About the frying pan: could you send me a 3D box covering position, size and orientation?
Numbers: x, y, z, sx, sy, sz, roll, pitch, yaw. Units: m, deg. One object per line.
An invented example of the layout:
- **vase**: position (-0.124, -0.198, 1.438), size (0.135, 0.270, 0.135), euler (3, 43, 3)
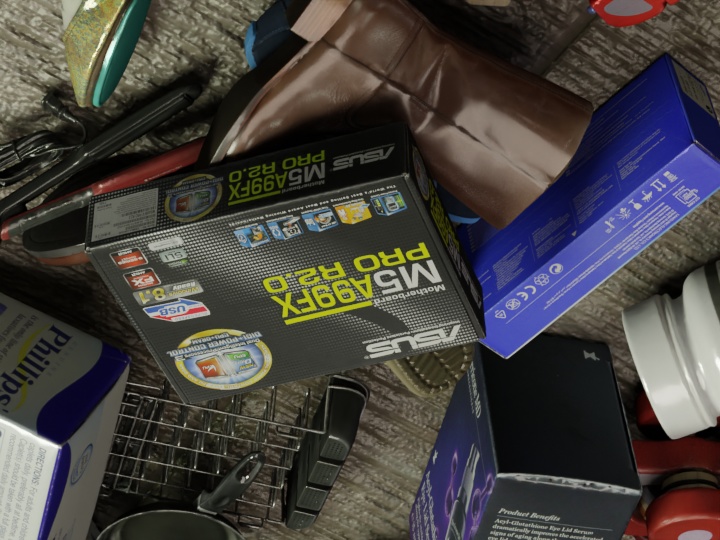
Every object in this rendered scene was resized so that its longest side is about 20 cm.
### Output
- **frying pan**: position (-0.129, 0.174, 1.534), size (0.115, 0.031, 0.190), euler (4, 136, -4)

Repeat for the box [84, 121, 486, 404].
- **box**: position (-0.042, 0.000, 1.309), size (0.200, 0.044, 0.160), euler (-12, 138, 13)

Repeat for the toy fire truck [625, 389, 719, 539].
- **toy fire truck**: position (0.264, 0.163, 1.593), size (0.199, 0.112, 0.168), euler (0, 149, -4)

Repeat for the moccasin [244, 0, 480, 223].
- **moccasin**: position (0.020, -0.099, 1.356), size (0.200, 0.081, 0.068), euler (33, 116, -29)

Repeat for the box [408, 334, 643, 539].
- **box**: position (0.111, 0.164, 1.543), size (0.104, 0.148, 0.200), euler (8, 128, -11)

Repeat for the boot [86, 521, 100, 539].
- **boot**: position (-0.237, 0.204, 1.589), size (0.090, 0.073, 0.200), euler (-19, 130, 3)

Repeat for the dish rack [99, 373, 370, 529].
- **dish rack**: position (-0.105, 0.117, 1.525), size (0.200, 0.055, 0.154), euler (12, 143, -9)

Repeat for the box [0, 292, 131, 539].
- **box**: position (-0.272, 0.108, 1.440), size (0.200, 0.105, 0.184), euler (25, 128, 8)

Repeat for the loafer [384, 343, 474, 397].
- **loafer**: position (0.000, 0.000, 1.411), size (0.076, 0.067, 0.200), euler (-39, 121, -14)

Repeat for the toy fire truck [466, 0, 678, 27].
- **toy fire truck**: position (0.092, -0.201, 1.296), size (0.141, 0.049, 0.200), euler (-34, 126, 22)

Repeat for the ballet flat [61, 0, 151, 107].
- **ballet flat**: position (-0.141, -0.187, 1.283), size (0.071, 0.071, 0.200), euler (17, 127, -19)

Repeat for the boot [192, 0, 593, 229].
- **boot**: position (0.019, -0.067, 1.310), size (0.200, 0.064, 0.187), euler (30, 114, -18)

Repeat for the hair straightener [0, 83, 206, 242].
- **hair straightener**: position (-0.188, -0.073, 1.381), size (0.200, 0.041, 0.077), euler (-24, 85, 10)

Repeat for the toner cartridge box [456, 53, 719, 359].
- **toner cartridge box**: position (0.144, -0.040, 1.407), size (0.043, 0.095, 0.200), euler (34, 120, -29)

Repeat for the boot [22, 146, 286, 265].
- **boot**: position (-0.105, 0.005, 1.459), size (0.188, 0.069, 0.200), euler (-22, 136, 3)

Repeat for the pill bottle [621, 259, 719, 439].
- **pill bottle**: position (0.286, 0.037, 1.473), size (0.200, 0.114, 0.114), euler (-22, 129, 12)
